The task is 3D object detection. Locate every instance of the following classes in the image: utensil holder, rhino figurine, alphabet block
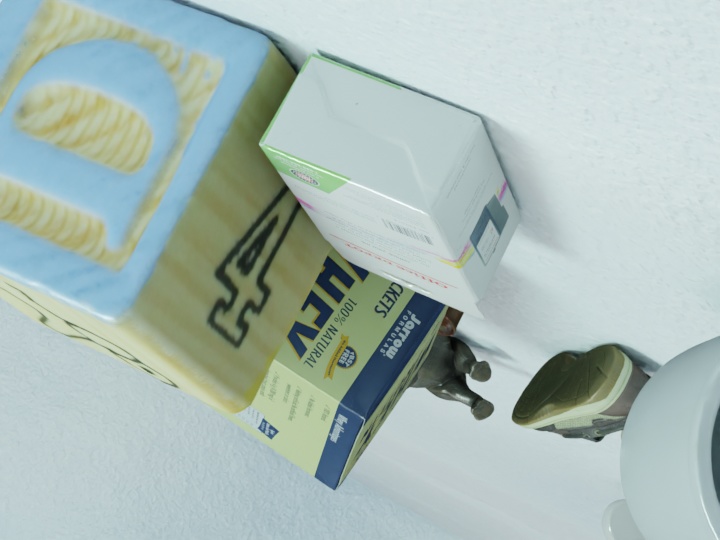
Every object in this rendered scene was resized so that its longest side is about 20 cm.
[{"bbox_3d":[0.247,0.109,1.052,0.170,0.170,0.200,28,172,-1],"label":"utensil holder"},{"bbox_3d":[0.030,0.065,1.620,0.200,0.060,0.087,27,-173,-30],"label":"rhino figurine"},{"bbox_3d":[-0.140,-0.051,1.177,0.195,0.197,0.200,24,169,24],"label":"alphabet block"}]

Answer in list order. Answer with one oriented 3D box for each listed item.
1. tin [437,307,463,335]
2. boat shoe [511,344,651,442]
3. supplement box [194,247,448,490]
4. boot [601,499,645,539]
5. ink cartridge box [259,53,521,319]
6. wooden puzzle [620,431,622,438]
[{"bbox_3d":[0.000,0.000,1.498,0.200,0.042,0.112,19,170,39],"label":"tin"},{"bbox_3d":[0.178,0.105,1.459,0.066,0.072,0.201,34,164,-7],"label":"boat shoe"},{"bbox_3d":[-0.054,0.035,1.384,0.200,0.134,0.200,33,159,6],"label":"supplement box"},{"bbox_3d":[0.326,0.310,2.051,0.200,0.073,0.090,32,163,-24],"label":"boot"},{"bbox_3d":[0.027,-0.046,1.127,0.117,0.067,0.200,23,168,19],"label":"ink cartridge box"},{"bbox_3d":[0.342,0.200,1.613,0.185,0.037,0.200,18,161,44],"label":"wooden puzzle"}]
